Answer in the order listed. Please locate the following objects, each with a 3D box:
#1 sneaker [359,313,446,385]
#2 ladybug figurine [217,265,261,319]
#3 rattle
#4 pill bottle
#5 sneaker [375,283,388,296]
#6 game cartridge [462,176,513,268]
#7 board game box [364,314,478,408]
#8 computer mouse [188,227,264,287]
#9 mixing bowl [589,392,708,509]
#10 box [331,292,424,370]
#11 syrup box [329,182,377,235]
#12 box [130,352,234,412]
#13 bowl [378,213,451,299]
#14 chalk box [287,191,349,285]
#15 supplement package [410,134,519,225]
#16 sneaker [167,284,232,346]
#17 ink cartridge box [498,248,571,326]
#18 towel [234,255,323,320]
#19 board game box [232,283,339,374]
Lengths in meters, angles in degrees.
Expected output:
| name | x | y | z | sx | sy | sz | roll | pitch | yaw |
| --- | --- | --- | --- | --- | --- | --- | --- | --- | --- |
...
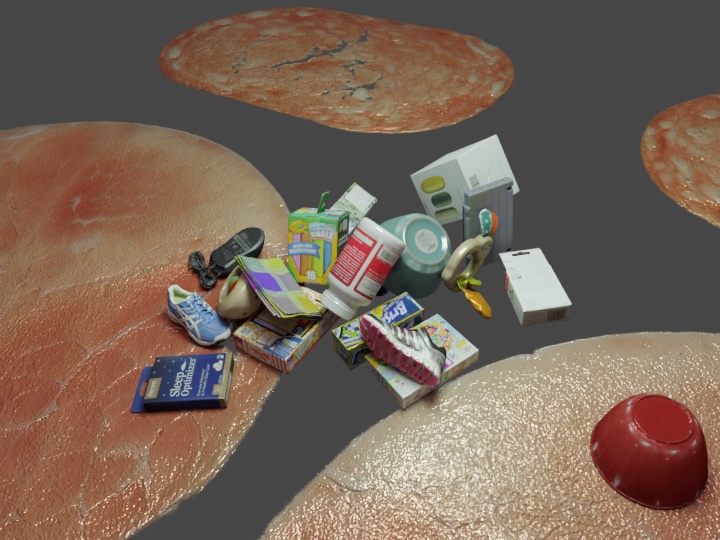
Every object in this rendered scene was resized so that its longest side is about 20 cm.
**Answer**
| name | x | y | z | sx | sy | sz | roll | pitch | yaw |
| --- | --- | --- | --- | --- | --- | --- | --- | --- | --- |
| sneaker | 0.089 | 0.143 | 1.250 | 0.198 | 0.075 | 0.087 | 32 | 47 | 21 |
| ladybug figurine | -0.264 | 0.049 | 1.414 | 0.137 | 0.071 | 0.200 | -53 | 20 | 5 |
| rattle | 0.282 | -0.021 | 1.401 | 0.200 | 0.130 | 0.143 | -47 | 40 | -4 |
| pill bottle | 0.000 | 0.000 | 1.333 | 0.112 | 0.112 | 0.202 | 37 | 96 | 38 |
| sneaker | 0.051 | 0.020 | 1.469 | 0.198 | 0.076 | 0.079 | -32 | 60 | -21 |
| game cartridge | 0.300 | -0.108 | 1.483 | 0.127 | 0.203 | 0.038 | -17 | 33 | -14 |
| board game box | 0.125 | 0.181 | 1.291 | 0.198 | 0.035 | 0.134 | -27 | 46 | -24 |
| computer mouse | -0.322 | -0.035 | 1.575 | 0.198 | 0.053 | 0.139 | -33 | 49 | -12 |
| mixing bowl | 0.503 | 0.287 | 1.078 | 0.195 | 0.110 | 0.202 | -3 | 40 | 3 |
| box | 0.040 | 0.127 | 1.339 | 0.198 | 0.065 | 0.070 | -26 | 45 | -23 |
| syrup box | -0.043 | -0.128 | 1.610 | 0.078 | 0.082 | 0.201 | 35 | 50 | 3 |
| box | -0.364 | 0.227 | 1.284 | 0.195 | 0.033 | 0.122 | -5 | 41 | 1 |
| bowl | 0.126 | -0.048 | 1.429 | 0.197 | 0.105 | 0.205 | 8 | 66 | -18 |
| chalk box | -0.097 | -0.080 | 1.461 | 0.121 | 0.205 | 0.125 | 5 | 12 | 10 |
| supplement package | 0.260 | -0.221 | 1.590 | 0.149 | 0.154 | 0.199 | -31 | 11 | -28 |
| sneaker | -0.366 | 0.100 | 1.396 | 0.198 | 0.078 | 0.076 | 24 | 46 | 27 |
| ink cartridge box | 0.388 | 0.034 | 1.427 | 0.107 | 0.051 | 0.202 | -7 | 40 | -3 |
| towel | -0.172 | 0.036 | 1.344 | 0.142 | 0.023 | 0.200 | 7 | 36 | -50 |
| board game box | -0.157 | 0.118 | 1.380 | 0.149 | 0.047 | 0.200 | 22 | 47 | 28 |
